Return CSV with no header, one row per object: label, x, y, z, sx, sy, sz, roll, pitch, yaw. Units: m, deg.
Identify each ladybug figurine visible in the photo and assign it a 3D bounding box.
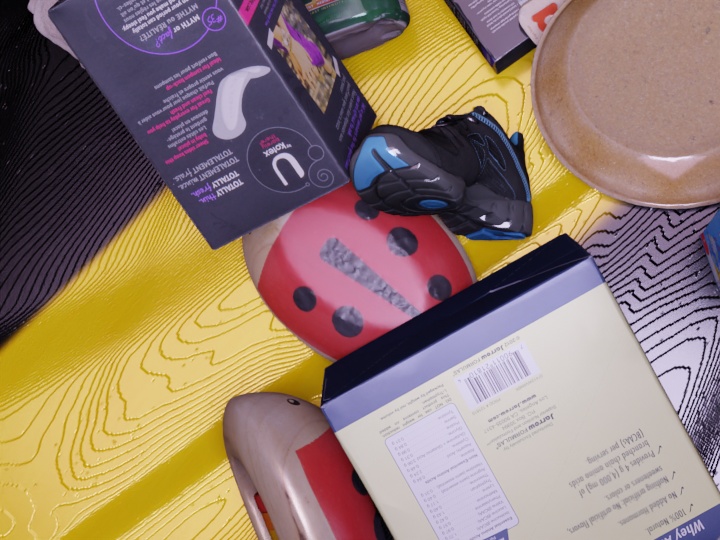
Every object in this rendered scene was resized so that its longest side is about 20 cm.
ladybug figurine,-0.031,0.174,1.140,0.072,0.136,0.201,-23,96,-16
ladybug figurine,0.000,0.000,1.182,0.199,0.072,0.136,32,90,9

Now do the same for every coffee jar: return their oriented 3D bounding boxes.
coffee jar,-0.039,-0.258,1.200,0.104,0.085,0.201,-19,83,15

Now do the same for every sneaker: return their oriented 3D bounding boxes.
sneaker,0.056,-0.076,1.128,0.073,0.200,0.083,-2,79,30

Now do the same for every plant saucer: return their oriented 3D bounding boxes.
plant saucer,0.219,-0.136,1.137,0.199,0.036,0.201,5,127,7

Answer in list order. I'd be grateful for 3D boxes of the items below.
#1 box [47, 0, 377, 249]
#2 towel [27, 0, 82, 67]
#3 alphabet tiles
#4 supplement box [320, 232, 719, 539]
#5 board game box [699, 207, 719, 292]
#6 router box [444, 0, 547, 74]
box,-0.096,-0.138,1.111,0.122,0.106,0.201,-24,111,24
towel,-0.157,-0.196,1.199,0.199,0.034,0.133,30,123,17
alphabet tiles,0.219,-0.187,1.132,0.195,0.015,0.200,-31,115,27
supplement box,0.106,0.115,1.082,0.199,0.134,0.201,-29,97,4
board game box,0.334,-0.040,1.078,0.199,0.196,0.056,-18,83,6
router box,0.135,-0.267,1.195,0.199,0.052,0.158,-35,82,3
